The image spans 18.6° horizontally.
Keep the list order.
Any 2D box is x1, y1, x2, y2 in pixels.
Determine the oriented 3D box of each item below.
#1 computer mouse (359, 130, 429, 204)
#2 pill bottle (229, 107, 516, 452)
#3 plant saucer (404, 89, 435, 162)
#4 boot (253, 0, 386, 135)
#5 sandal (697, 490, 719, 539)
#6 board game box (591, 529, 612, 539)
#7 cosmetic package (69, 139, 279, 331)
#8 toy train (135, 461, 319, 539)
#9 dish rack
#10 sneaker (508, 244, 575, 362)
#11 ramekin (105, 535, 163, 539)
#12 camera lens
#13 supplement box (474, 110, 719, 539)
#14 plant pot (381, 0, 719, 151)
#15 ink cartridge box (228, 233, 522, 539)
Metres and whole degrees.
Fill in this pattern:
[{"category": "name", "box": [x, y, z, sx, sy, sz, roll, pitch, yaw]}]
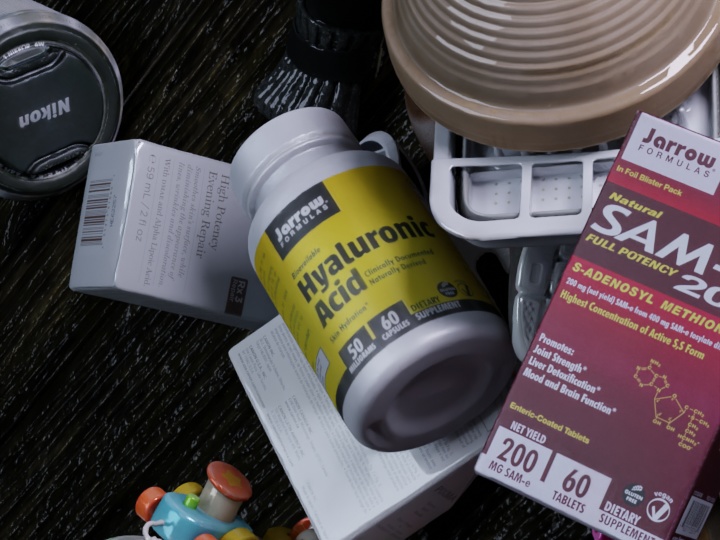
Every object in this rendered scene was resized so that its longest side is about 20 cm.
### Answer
[{"category": "computer mouse", "box": [0.022, 0.009, 1.434, 0.110, 0.044, 0.201, -12, 75, 59]}, {"category": "pill bottle", "box": [0.000, 0.000, 1.304, 0.111, 0.111, 0.200, -55, 52, 30]}, {"category": "plant saucer", "box": [0.074, -0.157, 1.369, 0.200, 0.037, 0.201, -161, 90, -72]}, {"category": "boot", "box": [-0.014, -0.157, 1.467, 0.211, 0.079, 0.158, -77, 12, -79]}, {"category": "sandal", "box": [0.151, 0.095, 1.146, 0.080, 0.054, 0.200, -48, 43, 37]}, {"category": "board game box", "box": [0.202, 0.054, 1.157, 0.200, 0.026, 0.201, -3, 77, 56]}, {"category": "cosmetic package", "box": [-0.086, -0.016, 1.457, 0.074, 0.200, 0.102, -1, 79, 57]}, {"category": "toy train", "box": [-0.046, 0.182, 1.370, 0.056, 0.200, 0.150, -61, 11, 9]}, {"category": "dish rack", "box": [0.129, -0.093, 1.216, 0.171, 0.044, 0.200, -4, 56, 13]}, {"category": "sneaker", "box": [0.117, -0.031, 1.284, 0.082, 0.077, 0.200, -25, 48, 60]}, {"category": "ramekin", "box": [-0.115, 0.258, 1.418, 0.098, 0.200, 0.200, -60, 36, 11]}, {"category": "camera lens", "box": [-0.306, -0.155, 1.875, 0.200, 0.160, 0.160, 29, 103, 56]}, {"category": "supplement box", "box": [0.150, 0.034, 1.093, 0.109, 0.061, 0.200, 24, 88, 24]}, {"category": "plant pot", "box": [0.103, -0.171, 1.195, 0.200, 0.093, 0.201, -7, 53, 10]}, {"category": "ink cartridge box", "box": [0.034, 0.064, 1.354, 0.200, 0.050, 0.161, -34, 59, 10]}]
